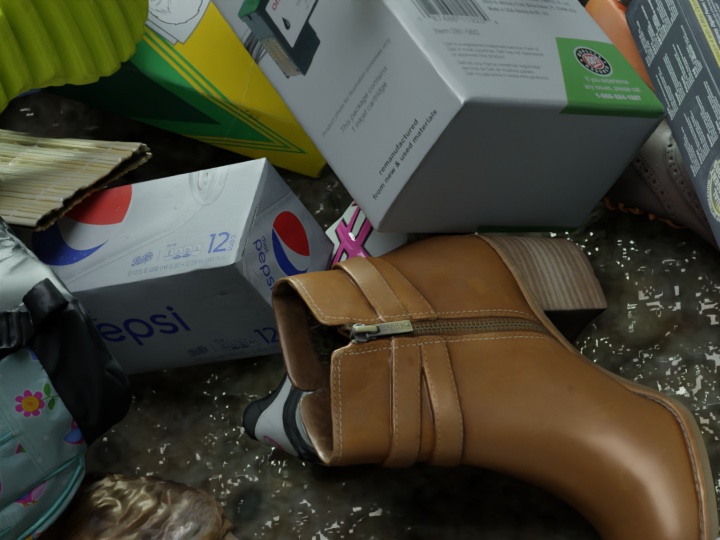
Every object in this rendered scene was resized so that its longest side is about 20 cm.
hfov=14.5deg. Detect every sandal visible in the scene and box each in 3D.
[{"bbox_3d":[-0.180,-0.104,1.314,0.087,0.080,0.200,1,28,43],"label":"sandal"}]

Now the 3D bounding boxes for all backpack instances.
[{"bbox_3d":[-0.206,0.074,1.223,0.200,0.127,0.167,-37,25,-10],"label":"backpack"}]

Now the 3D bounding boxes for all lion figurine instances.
[{"bbox_3d":[-0.159,0.114,1.294,0.200,0.073,0.123,32,75,27],"label":"lion figurine"}]

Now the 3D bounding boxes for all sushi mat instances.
[{"bbox_3d":[-0.208,-0.052,1.360,0.199,0.012,0.096,9,30,28],"label":"sushi mat"}]

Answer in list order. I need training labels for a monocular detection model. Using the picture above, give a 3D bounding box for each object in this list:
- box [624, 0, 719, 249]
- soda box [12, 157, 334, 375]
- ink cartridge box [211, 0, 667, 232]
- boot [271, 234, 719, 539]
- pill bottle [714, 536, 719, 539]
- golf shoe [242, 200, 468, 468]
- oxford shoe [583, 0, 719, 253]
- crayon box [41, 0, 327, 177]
[{"bbox_3d":[0.226,-0.059,1.304,0.160,0.049,0.201,3,47,-25],"label":"box"},{"bbox_3d":[-0.115,0.005,1.335,0.199,0.068,0.064,-10,48,32],"label":"soda box"},{"bbox_3d":[0.024,-0.116,1.314,0.146,0.084,0.200,0,45,-46],"label":"ink cartridge box"},{"bbox_3d":[0.058,0.067,1.225,0.154,0.077,0.201,-6,60,-31],"label":"boot"},{"bbox_3d":[0.178,0.155,1.155,0.199,0.113,0.112,-31,52,-10],"label":"pill bottle"},{"bbox_3d":[0.000,0.000,1.345,0.092,0.073,0.201,3,54,18],"label":"golf shoe"},{"bbox_3d":[0.154,-0.044,1.359,0.073,0.071,0.200,-45,56,20],"label":"oxford shoe"},{"bbox_3d":[-0.073,-0.168,1.440,0.172,0.058,0.201,17,65,-8],"label":"crayon box"}]
